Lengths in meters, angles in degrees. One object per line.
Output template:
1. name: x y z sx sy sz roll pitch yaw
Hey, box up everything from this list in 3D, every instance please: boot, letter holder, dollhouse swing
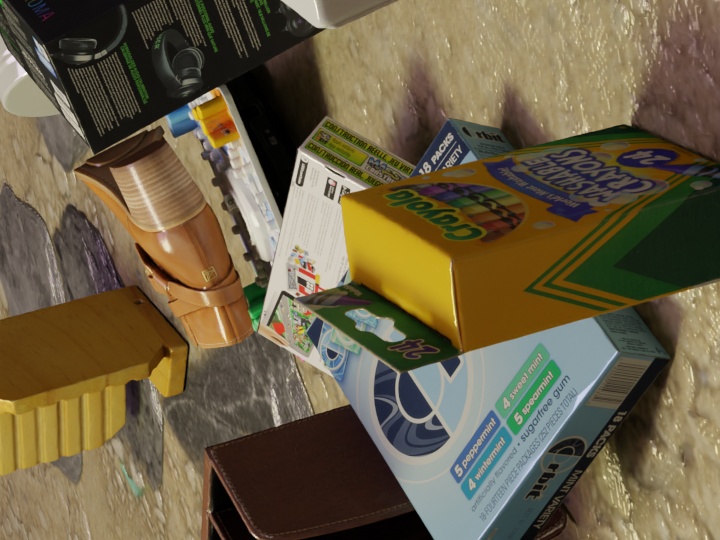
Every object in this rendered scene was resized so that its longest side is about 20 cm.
1. boot: -0.142 -0.021 1.831 0.155 0.074 0.200 64 174 -13
2. letter holder: 0.024 0.158 1.473 0.142 0.200 0.101 55 152 40
3. dollhouse swing: -0.266 0.132 2.180 0.182 0.200 0.176 43 142 53

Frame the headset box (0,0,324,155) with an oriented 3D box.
1. headset box: -0.135 -0.192 1.648 0.174 0.200 0.093 48 163 51

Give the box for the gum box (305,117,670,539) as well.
1. gum box: 0.066 0.042 1.406 0.170 0.045 0.200 -56 46 27

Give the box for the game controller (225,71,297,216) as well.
1. game controller: -0.078 -0.094 1.795 0.104 0.042 0.200 79 164 -55

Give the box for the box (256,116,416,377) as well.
1. box: 0.000 0.000 1.578 0.110 0.035 0.200 30 144 10

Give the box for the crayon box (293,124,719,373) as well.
1. crayon box: 0.079 -0.015 1.217 0.126 0.200 0.052 32 134 60

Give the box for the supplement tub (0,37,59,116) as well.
1. supplement tub: -0.260 -0.240 2.006 0.132 0.132 0.200 126 126 -64

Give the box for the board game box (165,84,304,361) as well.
1. board game box: -0.084 -0.037 1.764 0.200 0.026 0.200 -157 44 -75

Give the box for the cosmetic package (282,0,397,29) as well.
1. cosmetic package: -0.007 -0.261 1.264 0.167 0.166 0.200 39 149 55
